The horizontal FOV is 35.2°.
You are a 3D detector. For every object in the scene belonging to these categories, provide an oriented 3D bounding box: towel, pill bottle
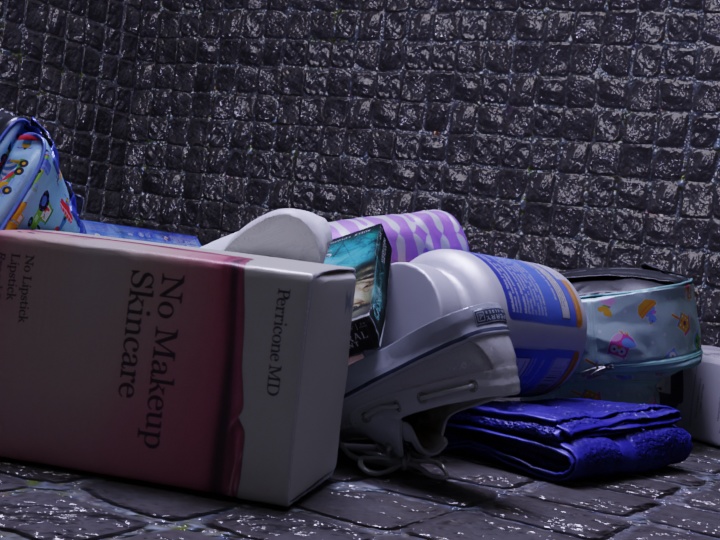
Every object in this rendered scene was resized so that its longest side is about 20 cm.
[{"bbox_3d":[0.156,0.122,0.887,0.146,0.051,0.198,8,2,41],"label":"towel"},{"bbox_3d":[0.086,0.043,0.891,0.111,0.114,0.198,7,-1,40],"label":"pill bottle"}]

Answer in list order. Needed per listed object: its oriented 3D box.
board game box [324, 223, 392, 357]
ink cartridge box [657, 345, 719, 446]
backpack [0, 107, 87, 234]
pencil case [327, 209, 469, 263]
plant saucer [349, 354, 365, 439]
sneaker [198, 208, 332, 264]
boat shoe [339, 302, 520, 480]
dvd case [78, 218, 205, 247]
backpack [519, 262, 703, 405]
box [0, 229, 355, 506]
[{"bbox_3d":[-0.075,0.036,0.797,0.197,0.028,0.136,-19,25,13],"label":"board game box"},{"bbox_3d":[0.369,0.126,1.180,0.142,0.086,0.199,7,2,-25],"label":"ink cartridge box"},{"bbox_3d":[-0.265,0.005,0.752,0.132,0.184,0.201,19,-32,11],"label":"backpack"},{"bbox_3d":[0.000,0.000,0.935,0.197,0.087,0.084,-11,-19,-34],"label":"pencil case"},{"bbox_3d":[-0.034,0.064,0.922,0.196,0.033,0.201,10,26,-5],"label":"plant saucer"},{"bbox_3d":[-0.106,0.015,0.769,0.197,0.076,0.089,-21,6,11],"label":"sneaker"},{"bbox_3d":[0.031,0.098,0.743,0.074,0.088,0.201,-1,-24,-46],"label":"boat shoe"},{"bbox_3d":[-0.153,0.037,0.949,0.141,0.018,0.201,8,38,-47],"label":"dvd case"},{"bbox_3d":[0.228,0.070,1.085,0.197,0.156,0.176,-15,-6,16],"label":"backpack"},{"bbox_3d":[-0.112,0.051,0.667,0.196,0.131,0.109,7,2,13],"label":"box"}]
